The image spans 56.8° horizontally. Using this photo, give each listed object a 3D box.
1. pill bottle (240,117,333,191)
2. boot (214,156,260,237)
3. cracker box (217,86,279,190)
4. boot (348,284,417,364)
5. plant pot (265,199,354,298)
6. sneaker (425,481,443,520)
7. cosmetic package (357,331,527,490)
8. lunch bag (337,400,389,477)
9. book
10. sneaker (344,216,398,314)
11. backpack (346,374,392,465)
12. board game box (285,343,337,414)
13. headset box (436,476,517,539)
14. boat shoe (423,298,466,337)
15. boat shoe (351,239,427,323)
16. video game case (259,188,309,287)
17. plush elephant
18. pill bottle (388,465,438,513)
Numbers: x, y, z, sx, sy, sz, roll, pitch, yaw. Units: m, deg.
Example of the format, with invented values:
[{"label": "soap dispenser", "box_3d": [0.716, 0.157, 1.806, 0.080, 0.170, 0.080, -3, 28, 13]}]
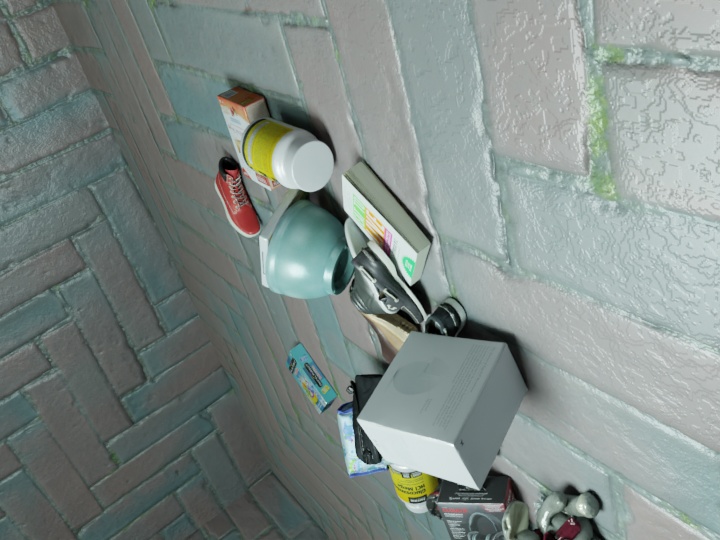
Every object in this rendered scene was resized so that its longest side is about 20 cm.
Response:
[{"label": "pill bottle", "box_3d": [-0.144, -0.226, 1.299, 0.199, 0.113, 0.116, 30, 145, 48]}, {"label": "boot", "box_3d": [-0.321, -0.193, 1.754, 0.202, 0.072, 0.144, 58, 156, 8]}, {"label": "cracker box", "box_3d": [-0.237, -0.292, 1.476, 0.133, 0.057, 0.203, 32, 146, 47]}, {"label": "boot", "box_3d": [0.045, 0.132, 1.409, 0.199, 0.072, 0.168, 40, 149, 29]}, {"label": "plant pot", "box_3d": [-0.085, -0.028, 1.360, 0.132, 0.201, 0.202, 19, 142, 20]}, {"label": "sneaker", "box_3d": [0.251, 0.538, 1.504, 0.197, 0.098, 0.072, 21, 124, 19]}, {"label": "cosmetic package", "box_3d": [0.138, 0.222, 1.101, 0.198, 0.200, 0.124, 2, 135, 44]}, {"label": "lunch bag", "box_3d": [0.012, 0.421, 1.716, 0.200, 0.125, 0.174, 16, -117, -81]}, {"label": "book", "box_3d": [0.044, -0.080, 1.198, 0.201, 0.048, 0.134, 49, 161, 19]}, {"label": "sneaker", "box_3d": [0.000, 0.000, 1.305, 0.099, 0.070, 0.203, -24, 91, 51]}, {"label": "backpack", "box_3d": [0.053, 0.344, 1.530, 0.166, 0.124, 0.205, -11, 78, 59]}, {"label": "board game box", "box_3d": [-0.160, 0.347, 2.117, 0.201, 0.047, 0.151, 53, 156, 13]}, {"label": "headset box", "box_3d": [0.254, 0.511, 1.376, 0.146, 0.078, 0.203, -9, 117, 28]}, {"label": "boat shoe", "box_3d": [0.142, 0.126, 1.226, 0.076, 0.060, 0.202, 43, 153, 30]}, {"label": "boat shoe", "box_3d": [0.055, 0.034, 1.230, 0.201, 0.060, 0.074, 52, 177, -32]}, {"label": "video game case", "box_3d": [-0.158, -0.091, 1.403, 0.023, 0.202, 0.183, 22, 149, 8]}, {"label": "plush elephant", "box_3d": [0.330, 0.475, 1.157, 0.199, 0.154, 0.167, -1, 119, 63]}, {"label": "pill bottle", "box_3d": [0.132, 0.502, 1.640, 0.112, 0.112, 0.203, 31, 145, 46]}]
